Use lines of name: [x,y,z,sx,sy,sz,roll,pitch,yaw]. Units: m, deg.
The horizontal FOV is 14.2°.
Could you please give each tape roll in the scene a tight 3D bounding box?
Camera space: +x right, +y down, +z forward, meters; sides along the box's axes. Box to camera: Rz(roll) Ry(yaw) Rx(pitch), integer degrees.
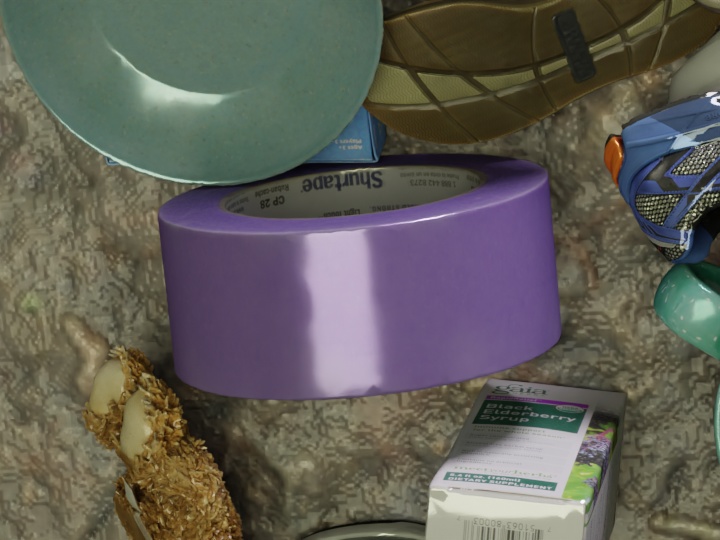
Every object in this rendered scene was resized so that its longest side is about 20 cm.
tape roll: [0.000,0.000,1.459,0.199,0.200,0.085,-4,102,12]

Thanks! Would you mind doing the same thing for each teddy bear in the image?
teddy bear: [-0.090,0.132,1.546,0.067,0.145,0.201,-25,99,-17]

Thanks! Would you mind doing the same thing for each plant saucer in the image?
plant saucer: [-0.083,-0.140,1.462,0.200,0.039,0.202,6,121,9]

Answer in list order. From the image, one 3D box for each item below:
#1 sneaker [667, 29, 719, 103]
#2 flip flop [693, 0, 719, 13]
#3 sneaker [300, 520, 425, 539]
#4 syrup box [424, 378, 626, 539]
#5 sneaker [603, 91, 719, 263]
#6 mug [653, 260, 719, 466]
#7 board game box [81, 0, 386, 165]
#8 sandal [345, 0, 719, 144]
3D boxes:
sneaker: [0.237,-0.142,1.454,0.200,0.076,0.081,-31,72,20]
flip flop: [0.203,-0.225,1.420,0.081,0.057,0.201,29,100,32]
sneaker: [0.042,0.196,1.536,0.199,0.121,0.084,9,104,10]
syrup box: [0.085,0.120,1.468,0.078,0.200,0.082,6,105,10]
sneaker: [0.223,-0.060,1.423,0.199,0.075,0.079,-22,70,20]
mug: [0.252,0.054,1.464,0.151,0.114,0.186,-23,96,16]
board game box: [-0.071,-0.151,1.498,0.150,0.037,0.201,0,118,11]
sandal: [0.090,-0.122,1.491,0.199,0.054,0.081,-19,113,-1]
